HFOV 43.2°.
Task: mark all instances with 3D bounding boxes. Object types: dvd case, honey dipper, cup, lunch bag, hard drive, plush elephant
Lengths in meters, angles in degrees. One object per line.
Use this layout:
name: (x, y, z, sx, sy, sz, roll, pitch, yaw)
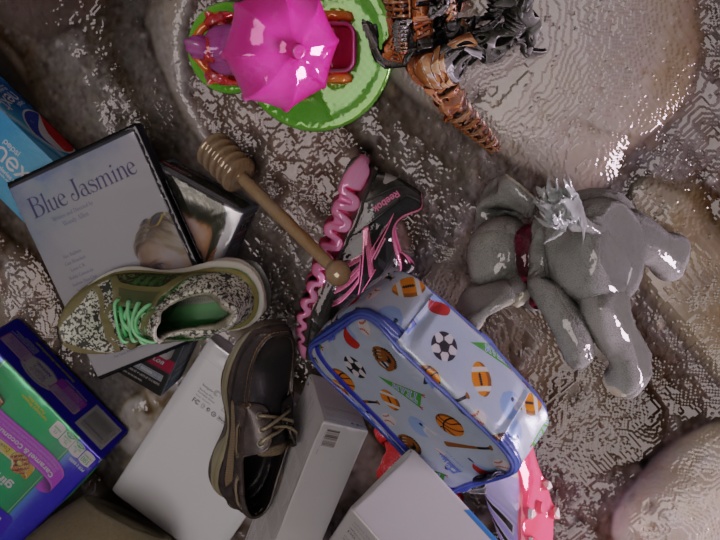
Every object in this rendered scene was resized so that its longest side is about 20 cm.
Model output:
dvd case: (-0.222, -0.015, 0.837, 0.141, 0.018, 0.203, -21, 98, 12)
honey dipper: (-0.078, -0.052, 0.817, 0.200, 0.038, 0.038, 46, 107, 26)
cup: (-0.265, 0.312, 0.901, 0.198, 0.200, 0.145, 26, 79, 4)
lunch bag: (0.054, 0.104, 0.771, 0.200, 0.076, 0.160, 47, 146, -5)
hard drive: (-0.149, 0.183, 0.924, 0.131, 0.027, 0.201, 35, 104, 1)
plush elephant: (0.160, -0.001, 0.779, 0.199, 0.154, 0.167, 39, 62, -32)

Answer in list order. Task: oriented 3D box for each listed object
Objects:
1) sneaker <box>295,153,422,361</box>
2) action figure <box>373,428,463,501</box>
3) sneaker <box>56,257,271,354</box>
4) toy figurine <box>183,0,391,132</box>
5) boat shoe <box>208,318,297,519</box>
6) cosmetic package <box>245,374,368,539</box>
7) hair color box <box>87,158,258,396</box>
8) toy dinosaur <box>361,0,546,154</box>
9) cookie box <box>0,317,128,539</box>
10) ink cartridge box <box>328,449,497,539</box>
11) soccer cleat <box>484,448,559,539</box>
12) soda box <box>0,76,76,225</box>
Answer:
sneaker: (0.000, 0.000, 0.844, 0.094, 0.079, 0.203, 18, 105, -6)
action figure: (0.071, 0.235, 0.885, 0.065, 0.052, 0.202, -32, 90, 9)
sneaker: (-0.180, 0.036, 0.787, 0.197, 0.089, 0.078, -13, 101, 10)
toy figurine: (-0.081, -0.189, 0.757, 0.196, 0.184, 0.153, 4, 102, 10)
boat shoe: (-0.086, 0.140, 0.836, 0.073, 0.074, 0.203, 38, 127, 41)
cosmetic package: (-0.055, 0.209, 0.871, 0.050, 0.083, 0.202, 14, 111, -21)
hair color box: (-0.187, 0.006, 0.878, 0.098, 0.061, 0.202, 27, 104, 3)
toy dinosaur: (0.077, -0.197, 0.772, 0.134, 0.103, 0.201, -26, 138, 5)
cookie box: (-0.370, 0.184, 0.937, 0.171, 0.075, 0.200, 45, 106, -2)
ink cartridge box: (0.043, 0.272, 0.811, 0.145, 0.084, 0.201, 45, 147, 15)
soccer cleat: (0.138, 0.203, 0.867, 0.076, 0.066, 0.203, -1, 109, 41)
soda box: (-0.324, -0.107, 0.877, 0.200, 0.064, 0.068, 44, 104, -1)
